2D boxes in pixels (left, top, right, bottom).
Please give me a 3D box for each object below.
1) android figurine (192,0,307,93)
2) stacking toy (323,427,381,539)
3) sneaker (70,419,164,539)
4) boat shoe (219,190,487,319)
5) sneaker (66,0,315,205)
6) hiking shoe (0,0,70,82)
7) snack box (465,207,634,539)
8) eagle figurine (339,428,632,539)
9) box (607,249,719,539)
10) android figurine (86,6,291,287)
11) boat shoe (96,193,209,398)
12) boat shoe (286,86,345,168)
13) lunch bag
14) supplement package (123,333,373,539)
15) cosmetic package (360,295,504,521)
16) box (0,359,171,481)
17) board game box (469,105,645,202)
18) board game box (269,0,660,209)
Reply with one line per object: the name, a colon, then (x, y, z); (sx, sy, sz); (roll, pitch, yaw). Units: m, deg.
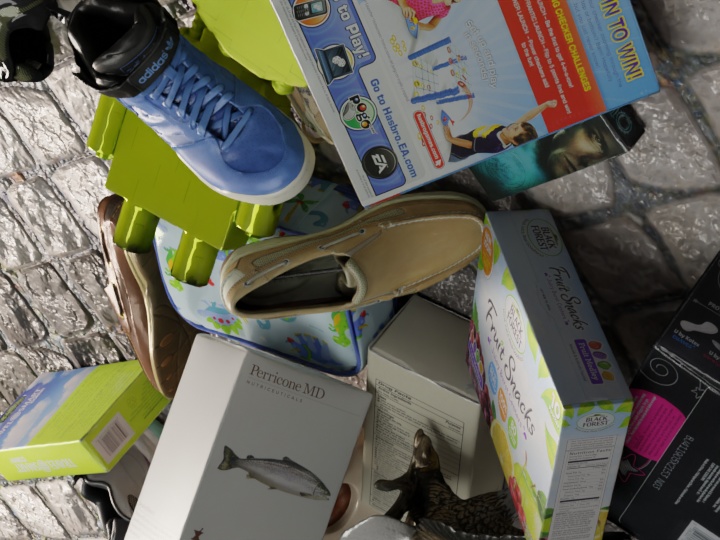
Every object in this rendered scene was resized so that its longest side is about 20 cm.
android figurine: (-0.037, -0.200, 1.153); (0.182, 0.041, 0.200); (34, 130, 11)
stacking toy: (-0.076, 0.168, 1.595); (0.200, 0.146, 0.146); (31, 146, 42)
sneaker: (-0.190, 0.245, 1.741); (0.200, 0.140, 0.078); (37, 143, 8)
boat shoe: (0.000, 0.000, 1.282); (0.076, 0.199, 0.072); (-109, 1, -71)
sneaker: (-0.124, -0.122, 1.243); (0.200, 0.077, 0.111); (41, -179, 27)
hiking shoe: (-0.302, -0.179, 1.467); (0.101, 0.076, 0.200); (47, 143, -2)
snack box: (0.123, 0.074, 1.233); (0.053, 0.200, 0.142); (-3, 130, -12)
eagle figurine: (0.099, 0.205, 1.335); (0.152, 0.151, 0.200); (18, -163, -49)
box: (0.245, 0.100, 1.215); (0.132, 0.115, 0.200); (33, 145, 11)
android figurine: (-0.122, -0.096, 1.342); (0.182, 0.041, 0.200); (29, 110, 28)
boat shoe: (-0.181, 0.018, 1.568); (0.067, 0.072, 0.200); (19, 132, 36)
boat shoe: (-0.025, -0.143, 1.260); (0.200, 0.073, 0.063); (57, 149, -3)
lunch bag: (-0.068, -0.006, 1.422); (0.200, 0.082, 0.161); (17, 136, 30)
supplement package: (-0.092, 0.164, 1.413); (0.117, 0.200, 0.117); (20, 176, -24)
cosmetic package: (0.062, 0.125, 1.444); (0.105, 0.071, 0.200); (27, 141, 19)
box: (-0.273, 0.143, 1.729); (0.200, 0.122, 0.048); (-11, 121, 48)
board game box: (0.080, -0.145, 1.188); (0.200, 0.028, 0.135); (52, 144, -14)
board game box: (0.053, -0.164, 1.076); (0.195, 0.056, 0.200); (-21, 119, 6)
